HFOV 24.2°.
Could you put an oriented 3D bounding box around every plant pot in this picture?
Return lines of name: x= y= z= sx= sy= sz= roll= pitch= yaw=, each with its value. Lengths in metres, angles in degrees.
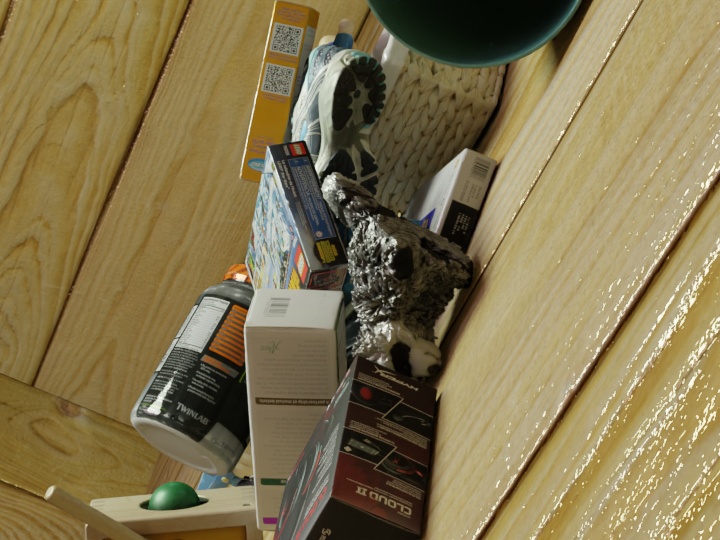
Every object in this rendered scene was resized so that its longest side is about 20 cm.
plant pot: x=0.109 y=-0.289 z=1.457 sx=0.201 sy=0.200 sz=0.161 roll=-64 pitch=-3 yaw=22

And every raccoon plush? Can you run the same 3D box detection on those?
raccoon plush: x=0.015 y=0.020 z=1.409 sx=0.134 sy=0.097 sz=0.200 roll=-64 pitch=31 yaw=16

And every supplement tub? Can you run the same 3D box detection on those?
supplement tub: x=-0.141 y=0.101 z=1.742 sx=0.200 sy=0.123 sz=0.123 roll=-60 pitch=4 yaw=-22

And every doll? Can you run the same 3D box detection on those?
doll: x=-0.033 y=-0.196 z=1.736 sx=0.200 sy=0.048 sz=0.137 roll=-87 pitch=21 yaw=-70

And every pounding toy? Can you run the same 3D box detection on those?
pounding toy: x=-0.177 y=0.270 z=1.504 sx=0.142 sy=0.184 sz=0.200 roll=-141 pitch=47 yaw=-82

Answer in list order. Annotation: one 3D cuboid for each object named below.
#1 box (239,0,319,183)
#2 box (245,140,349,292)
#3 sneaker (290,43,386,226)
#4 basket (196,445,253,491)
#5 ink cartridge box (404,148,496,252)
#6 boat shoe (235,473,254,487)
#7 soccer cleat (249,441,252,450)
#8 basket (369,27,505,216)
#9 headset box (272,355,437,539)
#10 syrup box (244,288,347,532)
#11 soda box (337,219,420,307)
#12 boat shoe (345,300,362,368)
box: x=-0.082 y=-0.164 z=1.663 sx=0.119 sy=0.041 sz=0.200 roll=-67 pitch=-9 yaw=-84
box: x=-0.061 y=-0.007 z=1.549 sx=0.200 sy=0.040 sz=0.137 roll=107 pitch=148 yaw=-57
sneaker: x=-0.030 y=-0.121 z=1.602 sx=0.086 sy=0.078 sz=0.200 roll=39 pitch=122 yaw=48
basket: x=-0.139 y=0.182 z=1.939 sx=0.176 sy=0.139 sz=0.200 roll=-76 pitch=11 yaw=-49
ink cartridge box: x=0.070 y=-0.044 z=1.557 sx=0.200 sy=0.037 sz=0.095 roll=149 pitch=142 yaw=-73
boat shoe: x=-0.083 y=0.224 z=1.680 sx=0.200 sy=0.074 sz=0.060 roll=176 pitch=117 yaw=-78
soccer cleat: x=-0.053 y=0.128 z=1.668 sx=0.070 sy=0.086 sz=0.200 roll=54 pitch=141 yaw=30
basket: x=0.052 y=-0.156 z=1.679 sx=0.136 sy=0.123 sz=0.200 roll=-74 pitch=11 yaw=-47
headset box: x=-0.011 y=0.185 z=1.267 sx=0.200 sy=0.075 sz=0.149 roll=-78 pitch=14 yaw=-58
syrup box: x=-0.052 y=0.122 z=1.446 sx=0.079 sy=0.081 sz=0.200 roll=-77 pitch=-13 yaw=-65
soda box: x=0.000 y=0.000 z=1.567 sx=0.200 sy=0.068 sz=0.064 roll=144 pitch=129 yaw=-74
boat shoe: x=-0.008 y=0.099 z=1.540 sx=0.199 sy=0.074 sz=0.066 roll=128 pitch=148 yaw=-45
